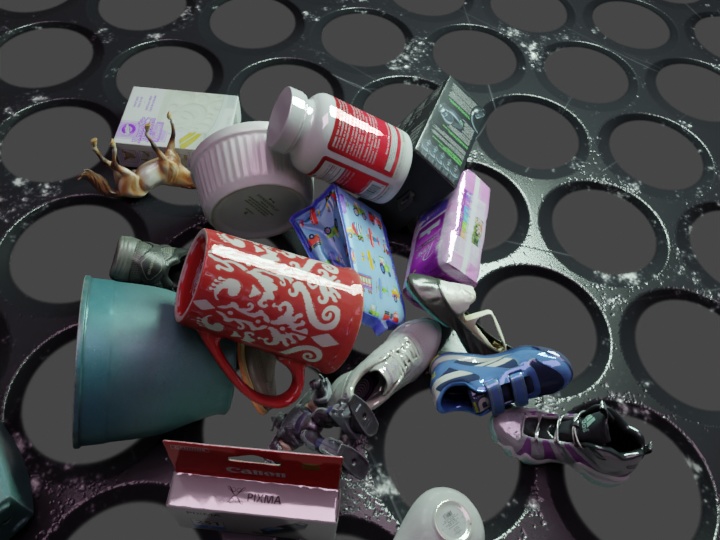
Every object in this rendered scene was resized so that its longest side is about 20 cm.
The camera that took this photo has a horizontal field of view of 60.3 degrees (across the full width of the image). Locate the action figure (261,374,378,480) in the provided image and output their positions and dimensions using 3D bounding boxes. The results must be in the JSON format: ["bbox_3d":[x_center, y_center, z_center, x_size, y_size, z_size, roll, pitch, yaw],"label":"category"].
[{"bbox_3d":[-0.059,0.192,0.766,0.069,0.197,0.132,40,62,-27],"label":"action figure"}]

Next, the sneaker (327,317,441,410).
[{"bbox_3d":[0.047,0.135,0.844,0.198,0.099,0.076,-38,92,-23],"label":"sneaker"}]

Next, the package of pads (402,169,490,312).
[{"bbox_3d":[0.135,-0.047,0.970,0.075,0.120,0.204,30,52,-19],"label":"package of pads"}]

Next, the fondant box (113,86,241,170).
[{"bbox_3d":[-0.322,-0.251,1.108,0.193,0.059,0.148,4,55,-2],"label":"fondant box"}]

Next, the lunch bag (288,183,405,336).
[{"bbox_3d":[0.000,0.000,0.906,0.093,0.150,0.204,-33,63,19],"label":"lunch bag"}]

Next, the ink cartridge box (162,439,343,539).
[{"bbox_3d":[-0.119,0.254,0.699,0.193,0.178,0.046,6,53,-1],"label":"ink cartridge box"}]

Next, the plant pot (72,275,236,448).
[{"bbox_3d":[-0.257,0.115,0.787,0.182,0.202,0.205,4,52,-22],"label":"plant pot"}]

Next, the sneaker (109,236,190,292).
[{"bbox_3d":[-0.290,0.000,0.881,0.111,0.199,0.079,19,80,-18],"label":"sneaker"}]

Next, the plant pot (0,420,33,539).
[{"bbox_3d":[-0.477,0.233,0.679,0.199,0.198,0.196,40,59,10],"label":"plant pot"}]

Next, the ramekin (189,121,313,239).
[{"bbox_3d":[-0.161,-0.129,0.960,0.196,0.204,0.097,-7,65,-11],"label":"ramekin"}]

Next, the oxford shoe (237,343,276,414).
[{"bbox_3d":[-0.126,0.089,0.831,0.070,0.071,0.207,-7,93,3],"label":"oxford shoe"}]

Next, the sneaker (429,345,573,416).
[{"bbox_3d":[0.184,0.155,0.828,0.194,0.076,0.083,-10,28,21],"label":"sneaker"}]

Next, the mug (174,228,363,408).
[{"bbox_3d":[-0.111,0.053,0.729,0.196,0.133,0.183,20,58,-28],"label":"mug"}]

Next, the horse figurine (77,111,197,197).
[{"bbox_3d":[-0.358,-0.171,1.023,0.195,0.135,0.050,-24,39,-11],"label":"horse figurine"}]

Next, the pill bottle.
[{"bbox_3d":[-0.031,-0.180,0.887,0.196,0.112,0.115,19,48,-28],"label":"pill bottle"}]

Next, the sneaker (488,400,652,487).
[{"bbox_3d":[0.272,0.202,0.797,0.194,0.142,0.079,14,54,4],"label":"sneaker"}]

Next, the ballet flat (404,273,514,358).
[{"bbox_3d":[0.148,0.064,0.878,0.200,0.068,0.068,47,20,-15],"label":"ballet flat"}]

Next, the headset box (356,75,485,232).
[{"bbox_3d":[0.098,-0.183,1.019,0.092,0.173,0.203,37,53,-15],"label":"headset box"}]

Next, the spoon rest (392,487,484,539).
[{"bbox_3d":[0.068,0.333,0.747,0.196,0.061,0.100,-15,58,-32],"label":"spoon rest"}]
